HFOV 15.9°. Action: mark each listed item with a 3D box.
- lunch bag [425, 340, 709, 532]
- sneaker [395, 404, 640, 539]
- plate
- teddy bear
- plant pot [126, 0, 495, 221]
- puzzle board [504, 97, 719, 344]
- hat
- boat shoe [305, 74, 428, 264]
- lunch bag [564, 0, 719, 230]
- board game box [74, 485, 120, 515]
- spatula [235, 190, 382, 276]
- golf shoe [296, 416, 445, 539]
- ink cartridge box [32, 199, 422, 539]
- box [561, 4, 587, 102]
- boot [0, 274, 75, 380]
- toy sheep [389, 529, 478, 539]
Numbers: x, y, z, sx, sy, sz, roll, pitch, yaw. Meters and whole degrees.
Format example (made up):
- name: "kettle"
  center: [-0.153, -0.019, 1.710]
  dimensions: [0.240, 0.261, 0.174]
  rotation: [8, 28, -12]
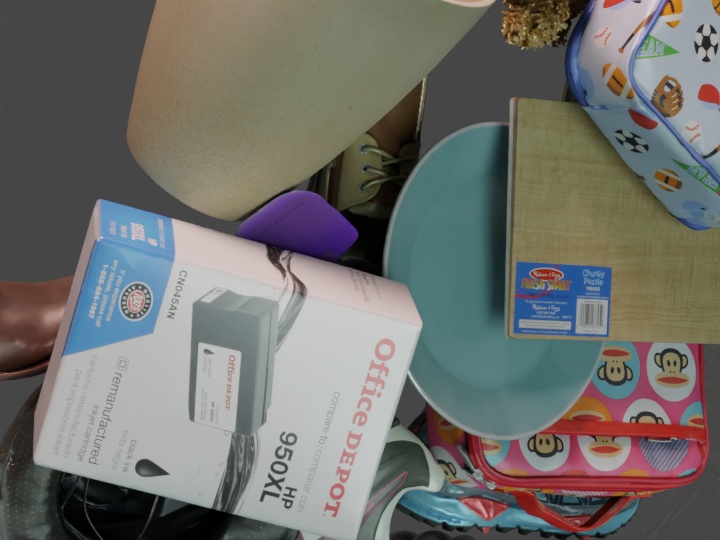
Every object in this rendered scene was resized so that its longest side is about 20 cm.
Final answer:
- name: "lunch bag"
  center: [0.137, 0.086, 1.725]
  dimensions: [0.199, 0.082, 0.178]
  rotation: [3, 80, -29]
- name: "sneaker"
  center: [0.118, 0.131, 1.779]
  dimensions: [0.199, 0.079, 0.096]
  rotation: [4, 109, -30]
- name: "plate"
  center: [0.083, 0.007, 1.630]
  dimensions: [0.199, 0.025, 0.202]
  rotation: [2, 86, -41]
- name: "teddy bear"
  center: [0.101, -0.203, 1.574]
  dimensions: [0.066, 0.200, 0.146]
  rotation: [-13, 97, 9]
- name: "plant pot"
  center: [-0.049, -0.135, 1.519]
  dimensions: [0.186, 0.188, 0.201]
  rotation: [18, 118, -33]
- name: "puzzle board"
  center: [0.171, -0.030, 1.671]
  dimensions: [0.199, 0.017, 0.152]
  rotation: [2, 90, -36]
- name: "hat"
  center: [-0.136, 0.131, 1.613]
  dimensions: [0.199, 0.081, 0.202]
  rotation: [-3, 101, -15]
- name: "boat shoe"
  center: [0.007, -0.055, 1.633]
  dimensions: [0.075, 0.074, 0.201]
  rotation: [5, 111, -29]
- name: "lunch bag"
  center: [0.224, -0.127, 1.642]
  dimensions: [0.200, 0.075, 0.161]
  rotation: [45, 63, -36]
- name: "board game box"
  center: [-0.127, 0.168, 1.695]
  dimensions: [0.199, 0.032, 0.121]
  rotation: [-33, 120, -10]
- name: "spatula"
  center: [0.000, 0.000, 1.594]
  dimensions: [0.056, 0.021, 0.200]
  rotation: [-37, 145, 18]
- name: "golf shoe"
  center: [-0.029, 0.182, 1.675]
  dimensions: [0.088, 0.077, 0.201]
  rotation: [35, 96, -8]
- name: "ink cartridge box"
  center: [-0.079, 0.060, 1.511]
  dimensions: [0.198, 0.084, 0.146]
  rotation: [15, 104, -11]
- name: "box"
  center: [0.219, -0.147, 1.721]
  dimensions: [0.159, 0.049, 0.201]
  rotation: [0, 113, -26]
- name: "boot"
  center: [-0.243, -0.026, 1.525]
  dimensions: [0.185, 0.064, 0.201]
  rotation: [-26, 118, -18]
- name: "toy sheep"
  center: [0.046, 0.240, 1.753]
  dimensions: [0.199, 0.138, 0.138]
  rotation: [-18, 127, 19]
